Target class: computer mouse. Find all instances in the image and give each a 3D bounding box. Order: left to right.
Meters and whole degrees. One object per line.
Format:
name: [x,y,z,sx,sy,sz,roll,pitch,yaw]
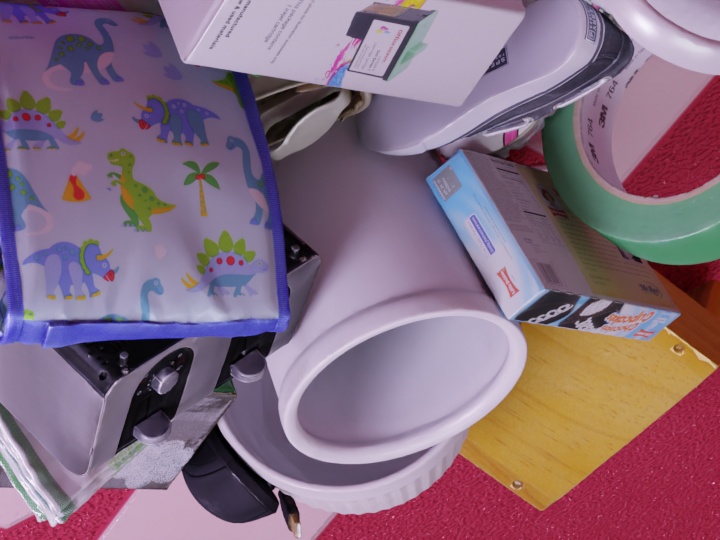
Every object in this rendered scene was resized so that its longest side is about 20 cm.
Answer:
computer mouse: [-0.091,0.163,1.734,0.046,0.200,0.141,-42,112,-1]

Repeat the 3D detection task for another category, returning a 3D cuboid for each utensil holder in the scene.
utensil holder: [0.000,0.000,1.576,0.169,0.201,0.170,-15,148,-10]

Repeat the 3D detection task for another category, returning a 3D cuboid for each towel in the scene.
towel: [-0.174,0.051,1.539,0.200,0.150,0.031,-41,-165,-34]

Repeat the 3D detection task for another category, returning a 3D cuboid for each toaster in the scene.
toaster: [-0.155,0.006,1.438,0.180,0.200,0.119,-33,153,-35]

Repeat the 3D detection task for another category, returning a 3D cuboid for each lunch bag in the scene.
lunch bag: [-0.141,-0.042,1.306,0.169,0.201,0.128,-2,140,-26]

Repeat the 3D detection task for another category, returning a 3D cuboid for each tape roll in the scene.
tape roll: [0.216,-0.106,1.547,0.200,0.201,0.048,-35,145,20]

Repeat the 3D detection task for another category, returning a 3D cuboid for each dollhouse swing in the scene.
dollhouse swing: [0.178,0.056,1.870,0.181,0.176,0.200,36,122,-19]

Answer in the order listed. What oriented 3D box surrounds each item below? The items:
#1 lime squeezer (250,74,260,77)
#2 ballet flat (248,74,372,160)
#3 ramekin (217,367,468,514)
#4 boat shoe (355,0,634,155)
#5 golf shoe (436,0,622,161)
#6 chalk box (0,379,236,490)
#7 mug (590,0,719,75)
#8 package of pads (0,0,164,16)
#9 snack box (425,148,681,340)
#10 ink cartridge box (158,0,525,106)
lime squeezer: [-0.069,-0.152,1.469,0.198,0.038,0.071,-12,146,-13]
ballet flat: [-0.080,-0.092,1.523,0.199,0.070,0.070,-26,147,7]
ramekin: [-0.007,0.082,1.701,0.199,0.201,0.105,-20,156,-2]
boat shoe: [0.085,-0.117,1.490,0.199,0.072,0.068,-24,149,38]
golf shoe: [0.108,-0.154,1.543,0.092,0.073,0.200,27,115,-42]
chalk box: [-0.210,0.069,1.627,0.199,0.124,0.125,5,140,-34]
mug: [0.189,-0.198,1.401,0.174,0.201,0.148,18,137,-23]
package of pads: [-0.227,-0.149,1.355,0.199,0.069,0.154,-29,145,12]
snack box: [0.133,-0.015,1.582,0.037,0.117,0.199,-40,154,24]
ink cartridge box: [-0.022,-0.184,1.350,0.199,0.145,0.084,6,137,-36]
